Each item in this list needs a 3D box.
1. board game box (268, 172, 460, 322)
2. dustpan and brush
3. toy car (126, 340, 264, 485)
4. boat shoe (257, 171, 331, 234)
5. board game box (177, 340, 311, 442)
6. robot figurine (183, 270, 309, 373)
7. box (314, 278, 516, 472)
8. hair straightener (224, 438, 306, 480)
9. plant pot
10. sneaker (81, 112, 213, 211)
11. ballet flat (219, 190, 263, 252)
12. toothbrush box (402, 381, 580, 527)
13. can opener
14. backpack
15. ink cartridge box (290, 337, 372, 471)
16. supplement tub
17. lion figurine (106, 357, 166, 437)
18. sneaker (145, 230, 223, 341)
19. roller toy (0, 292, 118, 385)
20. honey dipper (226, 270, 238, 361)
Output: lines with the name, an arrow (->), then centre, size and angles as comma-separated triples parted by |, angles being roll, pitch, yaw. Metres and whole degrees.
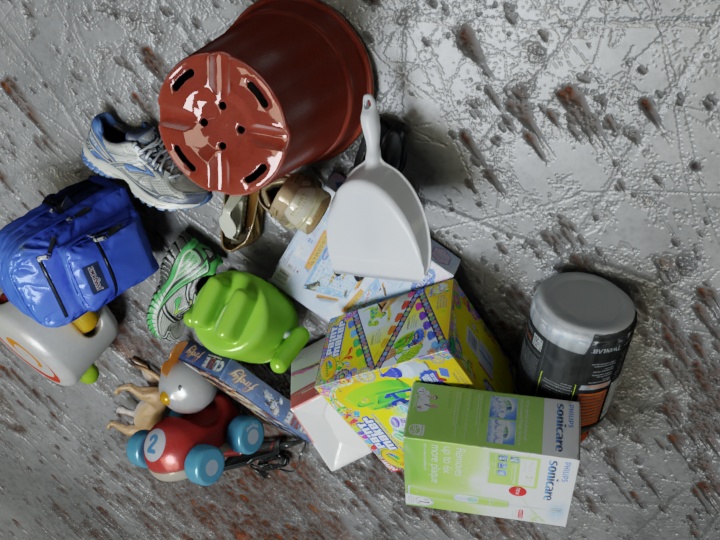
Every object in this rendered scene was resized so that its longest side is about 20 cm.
board game box -> 0.000, 0.000, 1.116 | 0.199, 0.041, 0.200 | 35, 132, -1
dustpan and brush -> 0.014, -0.093, 0.938 | 0.139, 0.057, 0.201 | 7, 120, 36
toy car -> -0.284, 0.214, 1.342 | 0.183, 0.177, 0.202 | 2, 112, 39
boat shoe -> -0.087, -0.093, 1.011 | 0.064, 0.200, 0.072 | 30, 89, -16
board game box -> -0.167, 0.184, 1.262 | 0.200, 0.035, 0.135 | 43, 161, -33
robot figurine -> -0.156, 0.067, 1.159 | 0.174, 0.116, 0.200 | 22, 175, 19
box -> 0.080, 0.143, 1.091 | 0.192, 0.123, 0.200 | -19, 127, 28
hair straightener -> -0.169, 0.323, 1.445 | 0.199, 0.041, 0.077 | -17, 115, 29
plant pot -> -0.110, -0.184, 0.914 | 0.199, 0.195, 0.202 | 9, 118, 18
sneaker -> -0.289, -0.149, 1.128 | 0.199, 0.077, 0.086 | 25, 127, 7
ballet flat -> -0.158, -0.104, 1.097 | 0.067, 0.072, 0.201 | 24, 130, 10
toothbrush box -> 0.154, 0.221, 1.000 | 0.198, 0.086, 0.146 | 5, 135, 9
can opener -> 0.005, -0.083, 1.006 | 0.063, 0.079, 0.201 | 22, 110, 8
backpack -> -0.400, -0.021, 1.164 | 0.167, 0.199, 0.164 | 20, 135, 49
ink cartridge box -> -0.044, 0.175, 1.195 | 0.067, 0.200, 0.117 | -28, 111, 7
supplement tub -> 0.256, 0.113, 1.022 | 0.122, 0.123, 0.201 | 16, 129, 15
lion figurine -> -0.368, 0.244, 1.457 | 0.122, 0.073, 0.201 | 21, 126, 1
sneaker -> -0.263, 0.040, 1.250 | 0.085, 0.078, 0.201 | 29, 131, 3
roller toy -> -0.485, 0.077, 1.327 | 0.182, 0.140, 0.200 | 30, 154, 14
honey dipper -> -0.202, 0.085, 1.282 | 0.038, 0.038, 0.201 | 18, 128, 13
